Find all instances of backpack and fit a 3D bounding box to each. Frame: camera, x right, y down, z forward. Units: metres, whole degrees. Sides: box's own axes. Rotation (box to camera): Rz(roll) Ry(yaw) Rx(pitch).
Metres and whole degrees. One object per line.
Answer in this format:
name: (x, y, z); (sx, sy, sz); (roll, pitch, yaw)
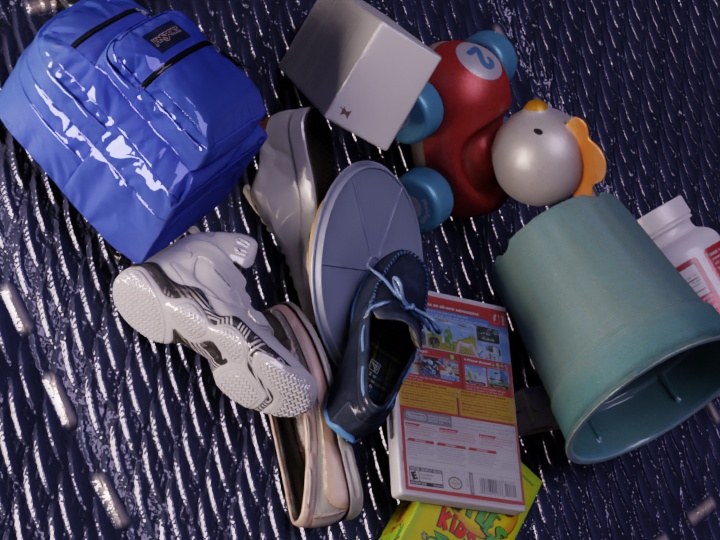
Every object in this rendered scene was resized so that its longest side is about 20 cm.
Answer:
backpack: (-0.192, -0.142, 1.489); (0.200, 0.168, 0.162); (43, 35, 5)

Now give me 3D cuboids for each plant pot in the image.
plant pot: (0.233, 0.046, 1.659); (0.199, 0.201, 0.197); (-7, 55, -39)

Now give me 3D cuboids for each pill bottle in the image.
pill bottle: (0.352, 0.028, 1.846); (0.112, 0.112, 0.201); (-25, 84, -42)

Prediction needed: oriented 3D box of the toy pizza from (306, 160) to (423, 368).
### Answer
toy pizza: (0.000, 0.000, 1.605); (0.200, 0.032, 0.202); (-3, 94, -60)

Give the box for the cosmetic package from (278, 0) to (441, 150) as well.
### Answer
cosmetic package: (-0.004, -0.194, 1.631); (0.071, 0.102, 0.200); (28, 11, -22)

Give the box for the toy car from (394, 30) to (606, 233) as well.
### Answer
toy car: (0.150, -0.131, 1.689); (0.184, 0.199, 0.178); (-37, 126, -49)

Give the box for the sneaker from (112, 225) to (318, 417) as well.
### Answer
sneaker: (-0.104, 0.036, 1.497); (0.199, 0.075, 0.115); (32, 47, 10)

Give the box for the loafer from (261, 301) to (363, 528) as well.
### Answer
loafer: (-0.056, 0.125, 1.522); (0.063, 0.072, 0.201); (-12, 78, -32)

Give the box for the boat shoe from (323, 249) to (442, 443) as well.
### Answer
boat shoe: (0.032, 0.061, 1.522); (0.084, 0.069, 0.201); (28, 52, -20)

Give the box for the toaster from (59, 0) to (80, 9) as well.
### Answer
toaster: (-0.235, -0.323, 1.590); (0.200, 0.114, 0.129); (52, 45, 0)

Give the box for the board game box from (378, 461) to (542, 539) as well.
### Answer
board game box: (0.081, 0.236, 1.577); (0.102, 0.048, 0.200); (42, 49, -11)

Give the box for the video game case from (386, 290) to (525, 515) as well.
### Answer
video game case: (0.083, 0.117, 1.593); (0.142, 0.017, 0.201); (13, 62, -32)

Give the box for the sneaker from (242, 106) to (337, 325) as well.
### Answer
sneaker: (-0.060, -0.046, 1.617); (0.073, 0.084, 0.202); (-8, 92, -60)

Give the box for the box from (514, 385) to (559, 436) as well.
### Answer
box: (0.226, 0.130, 1.746); (0.199, 0.041, 0.039); (-5, 69, -39)
